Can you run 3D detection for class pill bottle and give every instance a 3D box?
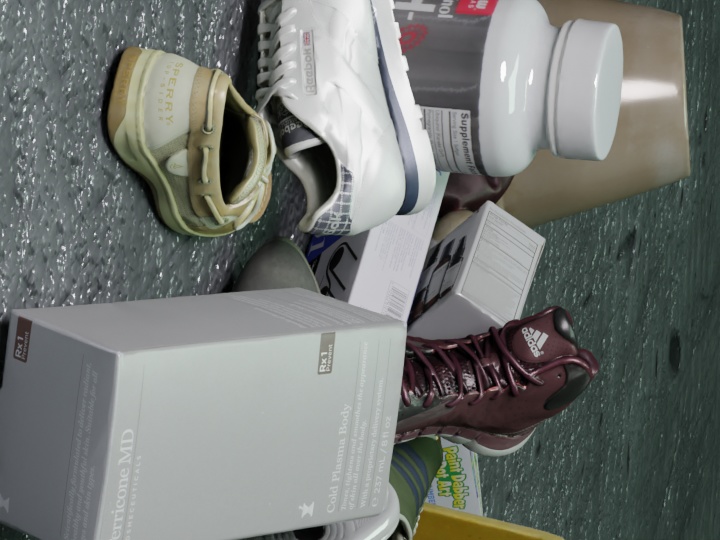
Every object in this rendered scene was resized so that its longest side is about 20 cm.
[{"bbox_3d":[0.051,-0.114,1.601,0.111,0.199,0.111,6,90,-75],"label":"pill bottle"}]

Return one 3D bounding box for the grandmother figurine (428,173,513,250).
[{"bbox_3d":[0.056,-0.081,1.795,0.061,0.121,0.201,107,-25,-76],"label":"grandmother figurine"}]

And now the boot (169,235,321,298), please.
[{"bbox_3d":[-0.069,0.042,1.488,0.200,0.072,0.182,-53,161,-49],"label":"boot"}]

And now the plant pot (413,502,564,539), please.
[{"bbox_3d":[-0.001,0.268,1.637,0.196,0.194,0.201,-52,152,-61],"label":"plant pot"}]

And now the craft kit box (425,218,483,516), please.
[{"bbox_3d":[0.052,0.070,1.877,0.198,0.048,0.200,83,2,-51],"label":"craft kit box"}]

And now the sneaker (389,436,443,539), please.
[{"bbox_3d":[0.004,0.137,1.606,0.200,0.067,0.090,20,58,-70],"label":"sneaker"}]

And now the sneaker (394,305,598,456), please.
[{"bbox_3d":[0.060,0.048,1.532,0.200,0.115,0.076,8,57,-47],"label":"sneaker"}]

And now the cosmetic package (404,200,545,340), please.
[{"bbox_3d":[0.032,0.042,1.680,0.200,0.051,0.083,-41,-161,45],"label":"cosmetic package"}]

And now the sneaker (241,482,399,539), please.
[{"bbox_3d":[-0.069,0.183,1.429,0.200,0.073,0.112,-25,140,-20],"label":"sneaker"}]

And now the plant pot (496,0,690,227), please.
[{"bbox_3d":[0.147,-0.122,1.925,0.200,0.173,0.201,-4,90,-83],"label":"plant pot"}]

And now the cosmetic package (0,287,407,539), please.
[{"bbox_3d":[-0.077,0.071,1.300,0.200,0.090,0.107,-8,109,-49],"label":"cosmetic package"}]

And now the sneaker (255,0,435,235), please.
[{"bbox_3d":[-0.025,-0.118,1.512,0.076,0.080,0.201,-34,-105,61],"label":"sneaker"}]

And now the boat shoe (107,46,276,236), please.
[{"bbox_3d":[-0.075,-0.064,1.427,0.201,0.063,0.073,57,43,-67],"label":"boat shoe"}]

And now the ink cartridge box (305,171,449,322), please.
[{"bbox_3d":[0.000,0.000,1.670,0.094,0.044,0.200,-36,-150,51],"label":"ink cartridge box"}]
